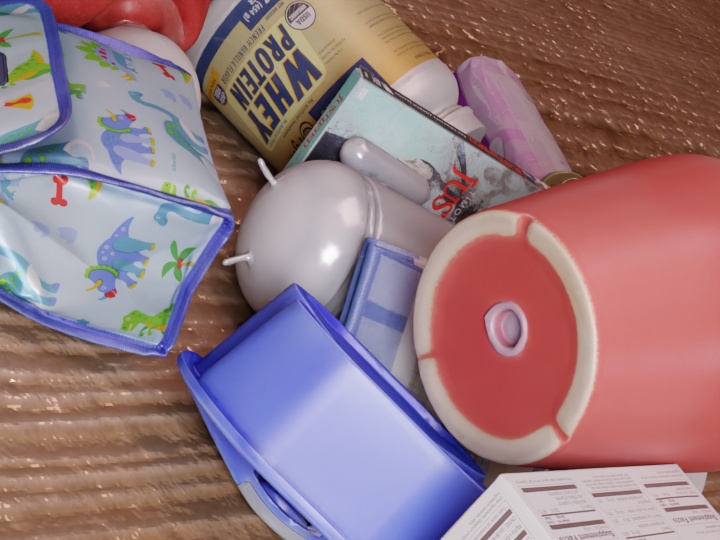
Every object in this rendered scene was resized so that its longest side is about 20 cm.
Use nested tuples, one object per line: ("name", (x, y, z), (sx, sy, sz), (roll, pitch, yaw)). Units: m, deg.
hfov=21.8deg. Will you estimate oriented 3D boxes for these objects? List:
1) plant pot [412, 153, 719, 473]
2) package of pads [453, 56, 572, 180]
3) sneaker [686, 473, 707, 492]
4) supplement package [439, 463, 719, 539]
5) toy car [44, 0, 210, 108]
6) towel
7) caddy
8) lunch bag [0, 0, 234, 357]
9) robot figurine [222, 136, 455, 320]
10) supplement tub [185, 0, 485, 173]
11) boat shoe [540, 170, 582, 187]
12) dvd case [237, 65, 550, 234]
("plant pot", (0.139, 0.031, 1.090), (0.176, 0.201, 0.201), (-4, 49, -43))
("package of pads", (0.107, -0.066, 1.494), (0.075, 0.121, 0.201), (22, 31, -37))
("sneaker", (0.202, 0.097, 1.436), (0.115, 0.074, 0.201), (26, 38, -35))
("supplement package", (0.110, 0.198, 1.003), (0.199, 0.156, 0.111), (6, 39, -54))
("toy car", (-0.165, -0.137, 1.194), (0.176, 0.183, 0.202), (13, 65, -47))
("towel", (0.056, 0.075, 1.182), (0.199, 0.148, 0.024), (22, -8, -37))
("caddy", (-0.016, 0.103, 1.040), (0.200, 0.105, 0.141), (45, 2, -7))
("lunch bag", (-0.185, -0.064, 1.046), (0.198, 0.128, 0.171), (16, 28, -24))
("robot figurine", (0.000, 0.000, 1.221), (0.199, 0.112, 0.171), (26, 63, -32))
("supplement tub", (-0.018, -0.131, 1.381), (0.200, 0.145, 0.144), (46, 24, 10))
("boat shoe", (0.153, 0.024, 1.349), (0.073, 0.063, 0.203), (15, 75, -25))
("dvd case", (0.035, -0.034, 1.296), (0.199, 0.146, 0.022), (29, 18, -29))
